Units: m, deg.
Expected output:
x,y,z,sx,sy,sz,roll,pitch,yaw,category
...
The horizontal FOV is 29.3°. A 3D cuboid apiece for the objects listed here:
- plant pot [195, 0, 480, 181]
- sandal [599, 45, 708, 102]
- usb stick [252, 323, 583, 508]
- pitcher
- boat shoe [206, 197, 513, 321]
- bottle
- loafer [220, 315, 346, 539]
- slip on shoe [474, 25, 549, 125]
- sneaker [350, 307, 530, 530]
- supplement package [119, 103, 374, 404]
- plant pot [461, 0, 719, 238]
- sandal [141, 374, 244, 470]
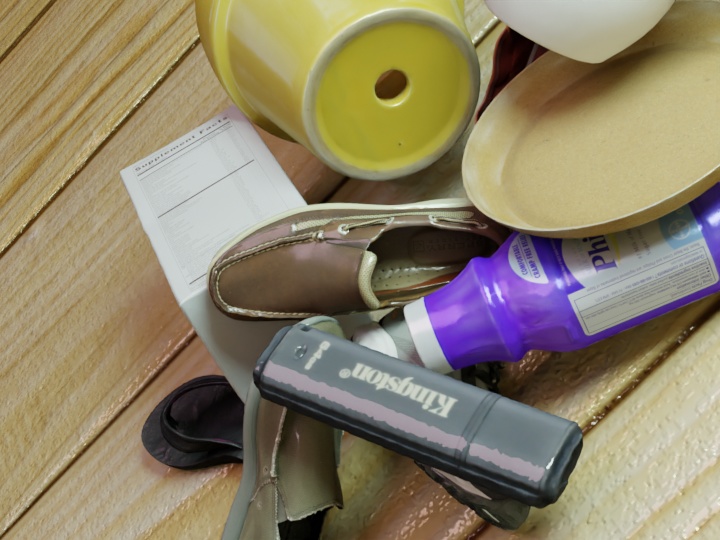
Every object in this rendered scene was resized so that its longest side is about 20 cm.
x,y,z,sx,sy,sz,roll,pitch,yaw,category
-0.004,-0.164,0.992,0.201,0.201,0.189,-45,35,10,plant pot
0.140,-0.074,0.882,0.203,0.050,0.083,-40,40,32,sandal
0.030,0.080,0.785,0.200,0.033,0.056,19,62,26,usb stick
0.172,-0.212,0.786,0.171,0.121,0.200,36,115,17,pitcher
-0.001,-0.006,0.872,0.202,0.075,0.075,-13,16,3,boat shoe
0.124,0.003,0.803,0.200,0.065,0.084,-23,42,10,bottle
-0.034,0.127,0.880,0.070,0.075,0.201,23,108,36,loafer
0.130,-0.168,0.914,0.074,0.061,0.200,41,119,45,slip on shoe
0.057,0.078,0.849,0.079,0.074,0.200,-40,38,8,sneaker
-0.087,-0.017,1.021,0.114,0.110,0.200,-30,37,-3,supplement package
0.154,-0.086,0.804,0.200,0.028,0.200,-23,36,17,plant pot
-0.100,0.107,1.008,0.200,0.048,0.075,-3,59,45,sandal
